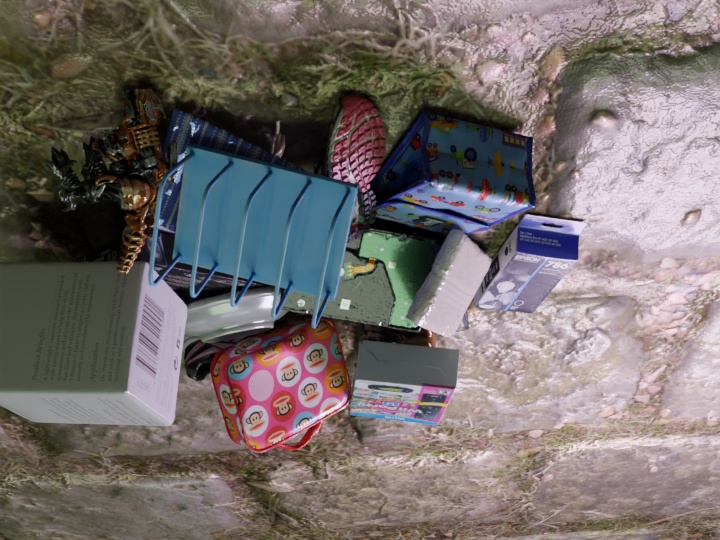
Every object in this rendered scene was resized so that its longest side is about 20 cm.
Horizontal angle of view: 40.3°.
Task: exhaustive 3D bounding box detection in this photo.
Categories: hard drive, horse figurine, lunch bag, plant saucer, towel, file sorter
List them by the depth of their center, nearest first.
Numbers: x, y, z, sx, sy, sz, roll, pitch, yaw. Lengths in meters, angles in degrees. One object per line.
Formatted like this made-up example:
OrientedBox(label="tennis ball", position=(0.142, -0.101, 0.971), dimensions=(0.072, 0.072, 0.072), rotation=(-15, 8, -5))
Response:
OrientedBox(label="file sorter", position=(-0.118, -0.034, 1.072), dimensions=(0.197, 0.123, 0.141), rotation=(14, 113, 3))
OrientedBox(label="towel", position=(-0.149, -0.081, 1.132), dimensions=(0.198, 0.024, 0.146), rotation=(26, 115, -3))
OrientedBox(label="lunch bag", position=(0.100, -0.099, 1.215), dimensions=(0.148, 0.096, 0.200), rotation=(9, 159, -21))
OrientedBox(label="towel", position=(0.120, 0.020, 1.309), dimensions=(0.034, 0.134, 0.200), rotation=(27, 179, 20))
OrientedBox(label="hard drive", position=(0.000, 0.000, 1.316), dimensions=(0.197, 0.038, 0.142), rotation=(9, 113, -9))
OrientedBox(label="plant saucer", position=(-0.178, 0.067, 1.394), dimensions=(0.197, 0.051, 0.200), rotation=(-13, 173, -1))
OrientedBox(label="lunch bag", position=(-0.110, 0.175, 1.442), dimensions=(0.198, 0.179, 0.082), rotation=(-22, -167, -30))
OrientedBox(label="horse figurine", position=(0.065, 0.111, 1.471), dimensions=(0.130, 0.051, 0.201), rotation=(5, 152, -6))

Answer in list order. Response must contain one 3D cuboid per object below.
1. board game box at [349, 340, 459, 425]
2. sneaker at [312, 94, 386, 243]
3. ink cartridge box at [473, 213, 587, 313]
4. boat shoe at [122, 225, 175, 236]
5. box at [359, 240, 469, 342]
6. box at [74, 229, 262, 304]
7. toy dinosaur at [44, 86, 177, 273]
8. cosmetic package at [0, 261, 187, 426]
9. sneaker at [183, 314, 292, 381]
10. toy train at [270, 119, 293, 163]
OrientedBox(label="board game box", position=(0.061, 0.170, 1.466), dimensions=(0.145, 0.065, 0.200), rotation=(6, 158, 0))
OrientedBox(label="sneaker", position=(-0.024, -0.122, 1.166), dimensions=(0.080, 0.075, 0.202), rotation=(-25, 145, -29))
OrientedBox(label="ink cartridge box", position=(0.240, -0.005, 1.401), dimensions=(0.098, 0.040, 0.201), rotation=(6, 146, -13))
OrientedBox(label="boat shoe", position=(-0.225, -0.084, 1.221), dimensions=(0.198, 0.057, 0.068), rotation=(-25, 152, 35))
OrientedBox(label="box", position=(0.066, 0.039, 1.445), dimensions=(0.159, 0.050, 0.201), rotation=(-9, 148, 13))
OrientedBox(label="box", position=(-0.254, 0.003, 1.305), dimensions=(0.198, 0.044, 0.159), rotation=(13, 158, -43))
OrientedBox(label="toy dinosaur", position=(-0.268, -0.102, 1.098), dimensions=(0.134, 0.203, 0.102), rotation=(9, 176, 14))
OrientedBox(label="cosmetic package", position=(-0.341, 0.094, 1.225), dimensions=(0.196, 0.167, 0.165), rotation=(0, 158, 10))
OrientedBox(label="sneaker", position=(-0.185, 0.129, 1.531), dimensions=(0.197, 0.088, 0.080), rotation=(-14, 148, 16))
OrientedBox(label="toy train", position=(-0.081, -0.076, 1.171), dimensions=(0.116, 0.084, 0.201), rotation=(42, 146, 12))
